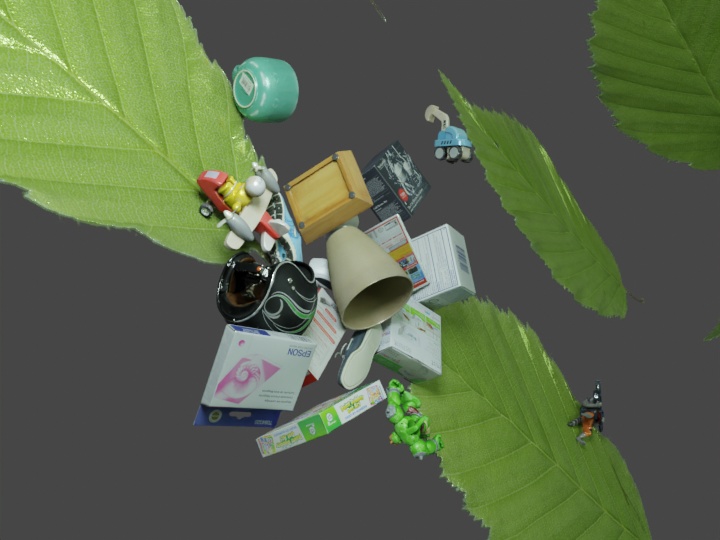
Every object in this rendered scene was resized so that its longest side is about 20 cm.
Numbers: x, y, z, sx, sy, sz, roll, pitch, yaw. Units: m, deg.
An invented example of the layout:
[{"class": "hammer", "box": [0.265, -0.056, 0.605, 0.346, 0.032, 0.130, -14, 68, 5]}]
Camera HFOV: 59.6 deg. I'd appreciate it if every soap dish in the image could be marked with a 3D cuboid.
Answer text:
[{"class": "soap dish", "box": [-0.084, -0.180, 1.516, 0.081, 0.198, 0.160, 25, 39, -63]}]

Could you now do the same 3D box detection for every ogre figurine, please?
[{"class": "ogre figurine", "box": [0.121, 0.368, 1.519, 0.120, 0.096, 0.204, -30, 103, -64]}]

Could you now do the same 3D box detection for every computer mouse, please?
[{"class": "computer mouse", "box": [-0.045, 0.027, 1.576, 0.198, 0.043, 0.112, 30, 48, -35]}]

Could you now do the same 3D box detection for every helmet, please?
[{"class": "helmet", "box": [-0.180, 0.059, 1.283, 0.190, 0.197, 0.204, 37, 41, -53]}]

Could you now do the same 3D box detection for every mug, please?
[{"class": "mug", "box": [-0.254, -0.444, 1.556, 0.113, 0.182, 0.156, -14, 102, -48]}]

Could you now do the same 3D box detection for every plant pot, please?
[{"class": "plant pot", "box": [0.000, 0.000, 1.476, 0.185, 0.188, 0.202, 9, 42, -46]}]

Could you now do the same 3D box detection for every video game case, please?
[{"class": "video game case", "box": [0.083, -0.028, 1.682, 0.203, 0.141, 0.017, 65, 17, 5]}]

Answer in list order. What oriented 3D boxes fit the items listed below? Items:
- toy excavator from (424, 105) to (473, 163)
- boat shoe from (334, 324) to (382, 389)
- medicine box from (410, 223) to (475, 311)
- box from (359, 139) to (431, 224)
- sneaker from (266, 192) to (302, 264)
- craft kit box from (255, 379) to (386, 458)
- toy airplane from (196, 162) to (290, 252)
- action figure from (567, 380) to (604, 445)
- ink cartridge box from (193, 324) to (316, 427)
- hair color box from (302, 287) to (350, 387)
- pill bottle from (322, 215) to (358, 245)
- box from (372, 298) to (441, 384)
[{"class": "toy excavator", "box": [0.313, -0.491, 2.252, 0.099, 0.192, 0.205, 2, 94, -47]}, {"class": "boat shoe", "box": [-0.011, 0.198, 1.493, 0.075, 0.061, 0.202, 56, 44, -32]}, {"class": "medicine box", "box": [0.194, 0.004, 1.729, 0.102, 0.197, 0.186, 25, 50, -50]}, {"class": "box", "box": [0.095, -0.253, 1.862, 0.183, 0.103, 0.201, 50, 39, -13]}, {"class": "sneaker", "box": [-0.185, -0.089, 1.481, 0.090, 0.077, 0.204, 14, 59, -66]}, {"class": "craft kit box", "box": [-0.076, 0.294, 1.250, 0.196, 0.198, 0.049, -21, 83, -53]}, {"class": "toy airplane", "box": [-0.233, -0.140, 1.348, 0.196, 0.141, 0.203, -7, 62, -39]}, {"class": "action figure", "box": [0.806, 0.494, 2.235, 0.193, 0.103, 0.205, -26, 113, -57]}, {"class": "ink cartridge box", "box": [-0.195, 0.213, 1.190, 0.194, 0.043, 0.204, 14, 98, -43]}, {"class": "hair color box", "box": [-0.109, 0.148, 1.413, 0.111, 0.063, 0.201, 50, 40, -15]}, {"class": "pill bottle", "box": [-0.064, -0.152, 1.609, 0.110, 0.110, 0.204, 6, 63, -47]}, {"class": "box", "box": [0.117, 0.170, 1.633, 0.198, 0.096, 0.180, 31, 47, -34]}]
